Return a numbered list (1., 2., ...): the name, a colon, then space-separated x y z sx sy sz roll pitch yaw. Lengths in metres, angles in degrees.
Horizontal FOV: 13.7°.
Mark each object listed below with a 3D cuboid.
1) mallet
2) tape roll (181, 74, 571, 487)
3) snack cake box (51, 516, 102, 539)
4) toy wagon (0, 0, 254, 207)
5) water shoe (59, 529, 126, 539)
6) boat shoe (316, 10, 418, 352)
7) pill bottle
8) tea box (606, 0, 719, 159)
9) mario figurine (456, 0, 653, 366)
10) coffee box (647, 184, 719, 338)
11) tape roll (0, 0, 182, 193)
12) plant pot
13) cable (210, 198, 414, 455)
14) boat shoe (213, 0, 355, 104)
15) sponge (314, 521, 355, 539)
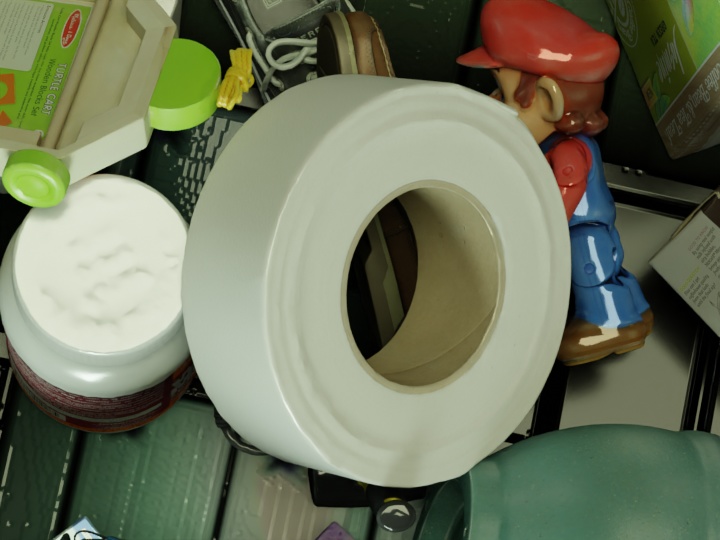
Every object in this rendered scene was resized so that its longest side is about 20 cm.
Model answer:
1. mallet: 0.019 0.112 1.547 0.066 0.200 0.041 -5 94 -11
2. tape roll: 0.011 0.003 1.483 0.202 0.071 0.204 -6 100 -38
3. snack cake box: -0.132 0.245 1.570 0.115 0.067 0.200 -36 84 -12
4. toy wagon: -0.150 -0.098 1.476 0.199 0.040 0.156 10 53 8
5. water shoe: -0.123 0.163 1.518 0.199 0.072 0.079 -21 78 -12
6. boat shoe: 0.023 -0.052 1.615 0.068 0.072 0.201 -14 117 -7
7. pill bottle: -0.132 0.017 1.548 0.109 0.200 0.110 1 79 -5
8. tea box: 0.210 -0.190 1.622 0.133 0.200 0.198 -20 80 -9
9. mario figurine: 0.094 -0.050 1.626 0.106 0.123 0.201 -16 95 -22
10. coffee box: 0.270 0.021 1.626 0.200 0.080 0.113 46 51 4
11. tape roll: -0.195 -0.153 1.610 0.202 0.139 0.204 1 79 -5
12. plant pot: 0.097 0.165 1.528 0.134 0.200 0.201 15 77 -12
13. cable: 0.000 0.000 1.549 0.162 0.051 0.201 -6 111 -28
14. boat shoe: -0.026 -0.125 1.654 0.073 0.068 0.200 -26 84 -9
15. sponge: 0.022 0.238 1.583 0.200 0.030 0.112 43 54 4
